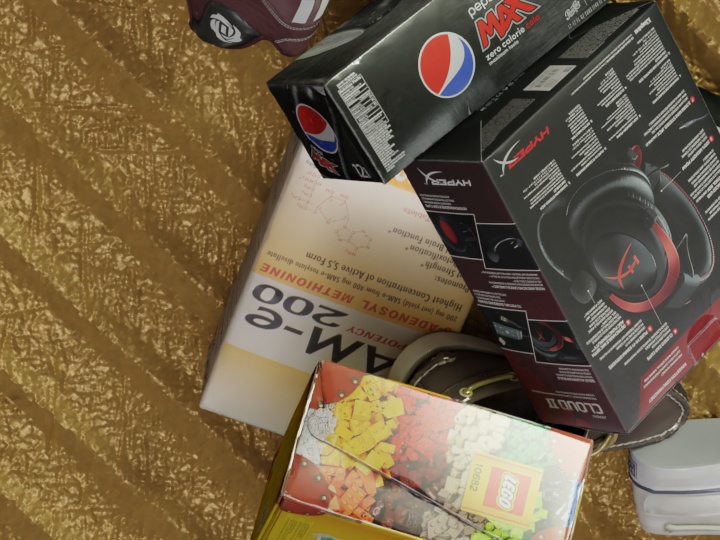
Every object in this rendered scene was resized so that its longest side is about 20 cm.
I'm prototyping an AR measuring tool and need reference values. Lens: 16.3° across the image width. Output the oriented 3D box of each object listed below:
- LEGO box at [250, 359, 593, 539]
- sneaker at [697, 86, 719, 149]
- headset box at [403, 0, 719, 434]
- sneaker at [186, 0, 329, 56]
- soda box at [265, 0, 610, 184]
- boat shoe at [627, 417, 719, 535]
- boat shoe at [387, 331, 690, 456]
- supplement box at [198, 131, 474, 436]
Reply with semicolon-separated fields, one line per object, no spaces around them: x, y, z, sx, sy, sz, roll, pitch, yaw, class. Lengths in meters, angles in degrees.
0.026;0.129;1.347;0.149;0.200;0.077;17;70;-4;LEGO box
0.265;-0.066;1.397;0.200;0.076;0.088;27;77;3;sneaker
0.131;-0.021;1.344;0.149;0.075;0.200;-43;117;-27;headset box
-0.094;-0.181;1.310;0.200;0.076;0.116;44;146;18;sneaker
0.052;-0.128;1.311;0.200;0.071;0.063;-39;111;-21;soda box
0.258;0.126;1.471;0.199;0.072;0.066;-5;118;5;boat shoe
0.111;0.078;1.418;0.200;0.060;0.072;8;118;-34;boat shoe
0.000;0.000;1.419;0.126;0.074;0.200;19;114;-7;supplement box
